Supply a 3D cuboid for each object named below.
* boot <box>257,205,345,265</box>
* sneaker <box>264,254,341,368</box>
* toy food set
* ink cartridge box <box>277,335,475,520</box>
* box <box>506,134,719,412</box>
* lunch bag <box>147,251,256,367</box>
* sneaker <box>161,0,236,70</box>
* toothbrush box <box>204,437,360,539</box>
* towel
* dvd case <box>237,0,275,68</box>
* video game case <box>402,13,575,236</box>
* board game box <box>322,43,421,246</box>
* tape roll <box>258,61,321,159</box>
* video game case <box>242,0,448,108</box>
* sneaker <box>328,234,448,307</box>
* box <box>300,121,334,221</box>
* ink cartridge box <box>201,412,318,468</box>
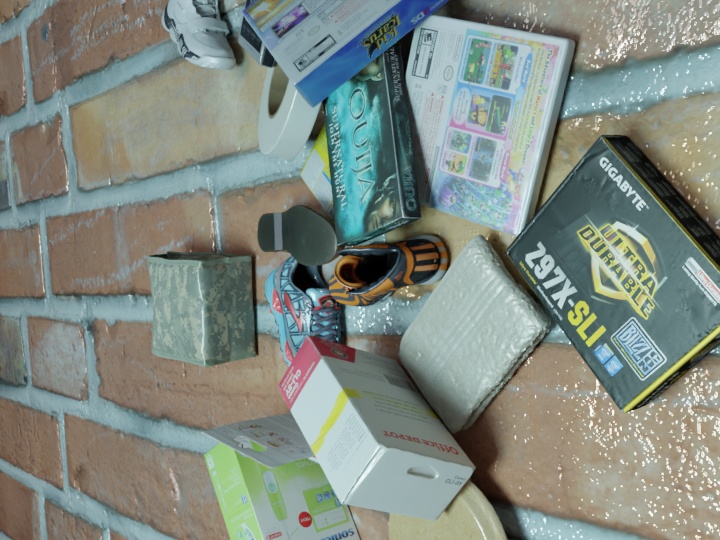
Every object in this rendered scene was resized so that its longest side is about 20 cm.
[{"bbox_3d":[-0.061,-0.047,1.086,0.200,0.075,0.074,13,102,59],"label":"boot"},{"bbox_3d":[-0.065,0.063,1.117,0.096,0.079,0.200,-47,60,40],"label":"sneaker"},{"bbox_3d":[0.102,0.320,0.972,0.200,0.049,0.199,41,124,39],"label":"toy food set"},{"bbox_3d":[0.013,0.175,0.946,0.084,0.145,0.200,-58,38,15],"label":"ink cartridge box"},{"bbox_3d":[0.242,0.002,0.768,0.200,0.049,0.160,59,136,27],"label":"box"},{"bbox_3d":[-0.262,0.055,1.320,0.200,0.117,0.165,4,99,45],"label":"lunch bag"},{"bbox_3d":[-0.239,-0.389,1.270,0.200,0.075,0.115,50,133,38],"label":"sneaker"},{"bbox_3d":[-0.106,0.315,1.144,0.086,0.145,0.201,-40,64,44],"label":"toothbrush box"},{"bbox_3d":[0.121,0.075,0.932,0.133,0.034,0.200,55,133,28],"label":"towel"},{"bbox_3d":[-0.121,-0.388,1.129,0.150,0.025,0.201,-127,49,-58],"label":"dvd case"},{"bbox_3d":[0.118,-0.156,0.885,0.182,0.024,0.201,22,110,34],"label":"video game case"},{"bbox_3d":[0.008,-0.140,0.953,0.135,0.028,0.201,-20,73,55],"label":"board game box"},{"bbox_3d":[-0.086,-0.243,1.076,0.203,0.037,0.204,-168,90,-69],"label":"tape roll"},{"bbox_3d":[-0.018,-0.298,0.937,0.200,0.045,0.181,-37,48,5],"label":"video game case"},{"bbox_3d":[0.000,0.000,1.004,0.200,0.112,0.078,-24,76,49],"label":"sneaker"},{"bbox_3d":[0.003,-0.159,1.033,0.117,0.048,0.200,55,134,30],"label":"box"},{"bbox_3d":[-0.073,0.224,1.050,0.162,0.199,0.050,10,102,49],"label":"ink cartridge box"}]
